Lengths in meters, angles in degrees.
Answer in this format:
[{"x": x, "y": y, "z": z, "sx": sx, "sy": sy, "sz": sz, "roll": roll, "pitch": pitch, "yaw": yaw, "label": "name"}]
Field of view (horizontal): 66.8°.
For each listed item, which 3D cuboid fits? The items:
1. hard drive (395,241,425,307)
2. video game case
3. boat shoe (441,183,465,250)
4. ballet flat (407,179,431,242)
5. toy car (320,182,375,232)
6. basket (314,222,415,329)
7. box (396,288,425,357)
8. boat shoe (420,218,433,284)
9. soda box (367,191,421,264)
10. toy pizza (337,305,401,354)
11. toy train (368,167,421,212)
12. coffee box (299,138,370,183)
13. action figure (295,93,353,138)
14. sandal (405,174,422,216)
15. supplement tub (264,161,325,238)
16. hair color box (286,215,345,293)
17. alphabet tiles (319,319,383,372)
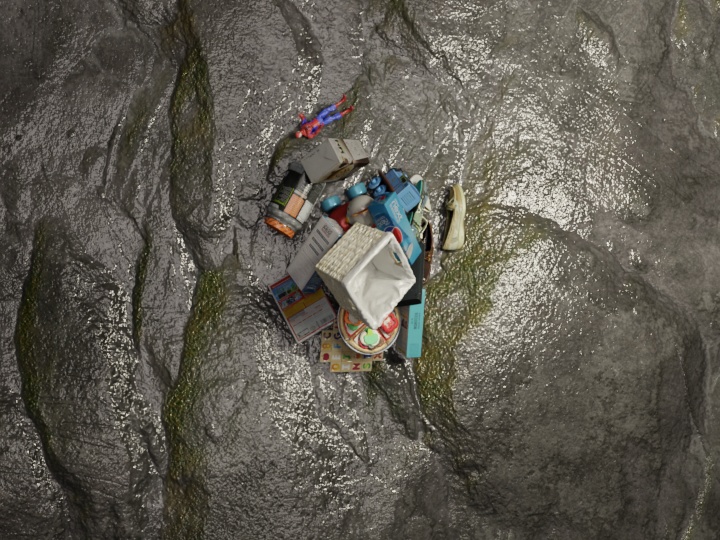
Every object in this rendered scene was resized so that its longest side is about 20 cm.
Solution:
[{"x": 0.116, "y": 0.013, "z": 1.593, "sx": 0.137, "sy": 0.033, "sz": 0.203, "roll": -10, "pitch": 52, "yaw": 24, "label": "hard drive"}, {"x": -0.171, "y": 0.097, "z": 1.628, "sx": 0.141, "sy": 0.017, "sz": 0.202, "roll": -29, "pitch": 75, "yaw": -6, "label": "video game case"}, {"x": 0.283, "y": -0.165, "z": 1.684, "sx": 0.062, "sy": 0.073, "sz": 0.205, "roll": 0, "pitch": 94, "yaw": -10, "label": "boat shoe"}, {"x": 0.174, "y": -0.170, "z": 1.626, "sx": 0.073, "sy": 0.074, "sz": 0.203, "roll": 20, "pitch": 76, "yaw": -4, "label": "ballet flat"}, {"x": -0.013, "y": -0.158, "z": 1.591, "sx": 0.174, "sy": 0.200, "sz": 0.187, "roll": -25, "pitch": 89, "yaw": -6, "label": "toy car"}, {"x": 0.013, "y": 0.012, "z": 1.490, "sx": 0.200, "sy": 0.160, "sz": 0.199, "roll": -48, "pitch": 133, "yaw": -18, "label": "basket"}, {"x": 0.149, "y": 0.149, "z": 1.624, "sx": 0.048, "sy": 0.082, "sz": 0.204, "roll": 0, "pitch": 99, "yaw": -19, "label": "box"}, {"x": 0.188, "y": -0.057, "z": 1.669, "sx": 0.069, "sy": 0.070, "sz": 0.204, "roll": -1, "pitch": 88, "yaw": -11, "label": "boat shoe"}, {"x": 0.098, "y": -0.114, "z": 1.528, "sx": 0.068, "sy": 0.063, "sz": 0.202, "roll": -50, "pitch": 123, "yaw": -39, "label": "soda box"}, {"x": 0.029, "y": 0.144, "z": 1.595, "sx": 0.196, "sy": 0.032, "sz": 0.205, "roll": 2, "pitch": 83, "yaw": -16, "label": "toy pizza"}, {"x": 0.099, "y": -0.238, "z": 1.614, "sx": 0.114, "sy": 0.201, "sz": 0.087, "roll": -37, "pitch": 125, "yaw": 10, "label": "toy train"}, {"x": -0.070, "y": -0.318, "z": 1.583, "sx": 0.112, "sy": 0.199, "sz": 0.081, "roll": -29, "pitch": 88, "yaw": 28, "label": "coffee box"}, {"x": -0.117, "y": -0.467, "z": 1.654, "sx": 0.198, "sy": 0.099, "sz": 0.066, "roll": -35, "pitch": 89, "yaw": -4, "label": "action figure"}, {"x": 0.135, "y": -0.206, "z": 1.679, "sx": 0.049, "sy": 0.082, "sz": 0.206, "roll": 13, "pitch": 75, "yaw": 38, "label": "sandal"}, {"x": -0.197, "y": -0.206, "z": 1.616, "sx": 0.121, "sy": 0.123, "sz": 0.202, "roll": 29, "pitch": 84, "yaw": -3, "label": "supplement tub"}, {"x": -0.121, "y": -0.044, "z": 1.569, "sx": 0.201, "sy": 0.060, "sz": 0.100, "roll": -54, "pitch": 54, "yaw": 18, "label": "hair color box"}, {"x": -0.023, "y": 0.224, "z": 1.624, "sx": 0.196, "sy": 0.006, "sz": 0.170, "roll": 1, "pitch": 107, "yaw": -16, "label": "alphabet tiles"}]
